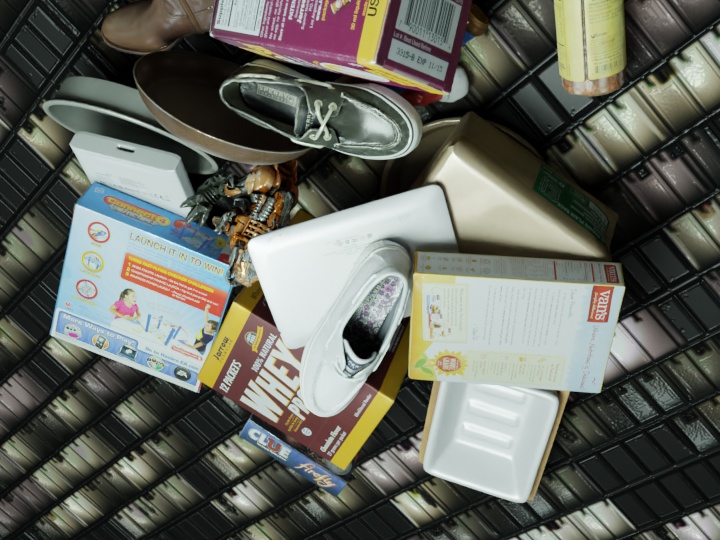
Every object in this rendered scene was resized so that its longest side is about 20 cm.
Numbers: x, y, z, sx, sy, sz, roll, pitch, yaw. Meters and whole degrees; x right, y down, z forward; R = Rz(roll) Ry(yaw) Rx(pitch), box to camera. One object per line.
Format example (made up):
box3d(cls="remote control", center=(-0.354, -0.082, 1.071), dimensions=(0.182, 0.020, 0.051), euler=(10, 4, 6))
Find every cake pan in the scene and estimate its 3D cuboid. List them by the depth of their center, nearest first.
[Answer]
box3d(cls="cake pan", center=(-0.246, -0.159, 1.017), dimensions=(0.196, 0.037, 0.200), euler=(17, 172, 2))

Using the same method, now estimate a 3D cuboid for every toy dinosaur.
box3d(cls="toy dinosaur", center=(-0.106, -0.071, 0.994), dimensions=(0.134, 0.201, 0.103), euler=(-15, 120, 46))

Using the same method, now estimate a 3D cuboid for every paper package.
box3d(cls="paper package", center=(0.132, -0.029, 0.952), dimensions=(0.198, 0.104, 0.191), euler=(35, 129, -4))

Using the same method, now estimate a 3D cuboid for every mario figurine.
box3d(cls="mario figurine", center=(0.033, -0.209, 0.936), dimensions=(0.200, 0.105, 0.125), euler=(-42, 66, 27))

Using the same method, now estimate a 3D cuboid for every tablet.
box3d(cls="tablet", center=(0.000, 0.000, 0.909), dimensions=(0.196, 0.014, 0.132), euler=(-15, 117, 7))

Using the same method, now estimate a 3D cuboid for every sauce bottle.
box3d(cls="sauce bottle", center=(0.204, -0.260, 0.825), dimensions=(0.065, 0.066, 0.203), euler=(2, 123, 19))

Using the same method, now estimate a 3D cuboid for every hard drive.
box3d(cls="hard drive", center=(-0.250, -0.082, 1.095), dimensions=(0.129, 0.027, 0.201), euler=(14, 152, 12))

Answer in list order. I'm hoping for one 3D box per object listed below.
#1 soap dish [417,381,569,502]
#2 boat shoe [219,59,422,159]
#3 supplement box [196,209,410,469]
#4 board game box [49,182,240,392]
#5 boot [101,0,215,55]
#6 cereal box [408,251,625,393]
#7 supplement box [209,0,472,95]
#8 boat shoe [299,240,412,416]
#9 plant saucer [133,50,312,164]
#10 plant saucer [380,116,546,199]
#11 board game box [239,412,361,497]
box3d(cls="soap dish", center=(0.161, 0.178, 1.132), dimensions=(0.154, 0.082, 0.203), euler=(16, 127, 11))
box3d(cls="boat shoe", center=(-0.040, -0.146, 0.879), dimensions=(0.196, 0.064, 0.072), euler=(17, 118, 15))
box3d(cls="supplement box", center=(-0.046, 0.075, 1.067), dimensions=(0.198, 0.198, 0.134), euler=(31, 128, -1))
box3d(cls="board game box", center=(-0.253, 0.024, 1.100), dimensions=(0.197, 0.056, 0.198), euler=(22, 122, -3))
box3d(cls="boot", center=(-0.210, -0.287, 0.897), dimensions=(0.182, 0.066, 0.200), euler=(-6, 166, 12))
box3d(cls="cereal box", center=(0.146, 0.052, 0.900), dimensions=(0.195, 0.040, 0.146), euler=(4, 130, 4))
box3d(cls="supplement box", center=(-0.018, -0.234, 0.832), dimensions=(0.198, 0.130, 0.105), euler=(19, 99, 36))
box3d(cls="boat shoe", center=(-0.003, 0.070, 0.897), dimensions=(0.071, 0.069, 0.202), euler=(27, 112, -14))
box3d(cls="plant saucer", center=(-0.135, -0.161, 0.936), dimensions=(0.197, 0.201, 0.032), euler=(26, 119, 2))
box3d(cls="plant saucer", center=(0.118, -0.077, 1.007), dimensions=(0.196, 0.030, 0.203), euler=(10, 125, 14))
box3d(cls="board game box", center=(-0.048, 0.158, 1.123), dimensions=(0.134, 0.201, 0.035), euler=(32, 128, -3))
